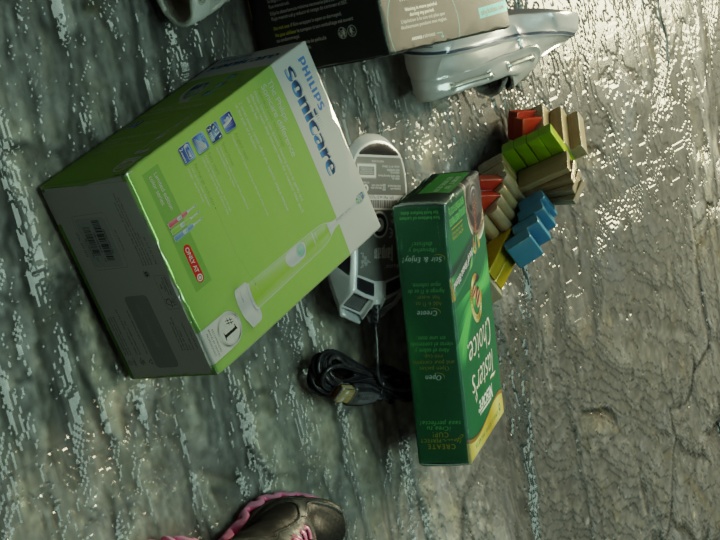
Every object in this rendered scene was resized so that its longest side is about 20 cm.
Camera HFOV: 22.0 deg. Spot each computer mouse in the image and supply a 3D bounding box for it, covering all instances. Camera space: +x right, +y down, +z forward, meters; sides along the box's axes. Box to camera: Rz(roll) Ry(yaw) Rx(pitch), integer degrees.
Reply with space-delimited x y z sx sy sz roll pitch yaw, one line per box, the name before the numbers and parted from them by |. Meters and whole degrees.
computer mouse | 0.000 0.000 1.366 0.110 0.044 0.201 1 90 -48

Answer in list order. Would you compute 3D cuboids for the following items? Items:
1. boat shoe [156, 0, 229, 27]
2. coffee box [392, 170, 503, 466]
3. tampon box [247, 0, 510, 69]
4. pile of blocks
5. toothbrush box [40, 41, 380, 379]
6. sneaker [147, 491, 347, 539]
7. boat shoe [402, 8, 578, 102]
boat shoe | -0.149 -0.245 1.201 0.086 0.074 0.202 -48 129 -31
coffee box | 0.068 0.034 1.394 0.123 0.044 0.201 -40 126 -69
tampon box | 0.000 -0.253 1.325 0.150 0.126 0.201 -19 100 -47
pile of blocks | 0.124 -0.065 1.487 0.062 0.082 0.200 48 53 -35
toothbrush box | -0.093 -0.041 1.225 0.200 0.086 0.146 -43 118 -42
sneaker | -0.062 0.198 1.232 0.200 0.095 0.079 -17 97 -51
boat shoe | 0.105 -0.174 1.494 0.200 0.073 0.066 -15 107 -42
